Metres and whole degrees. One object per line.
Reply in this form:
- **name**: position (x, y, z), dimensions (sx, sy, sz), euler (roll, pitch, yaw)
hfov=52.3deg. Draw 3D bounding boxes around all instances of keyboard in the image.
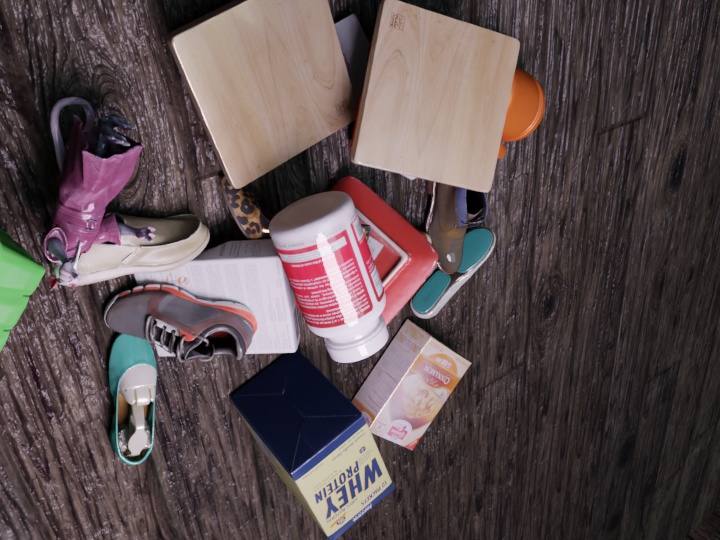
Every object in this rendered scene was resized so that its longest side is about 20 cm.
- **keyboard**: position (0.013, -0.241, 0.990), dimensions (0.056, 0.011, 0.201), euler (-28, 99, -2)

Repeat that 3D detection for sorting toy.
- **sorting toy**: position (-0.122, -0.242, 0.909), dimensions (0.198, 0.069, 0.201), euler (-34, 131, -19)
- **sorting toy**: position (0.089, -0.221, 0.958), dimensions (0.197, 0.070, 0.202), euler (9, 95, -22)

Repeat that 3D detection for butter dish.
- **butter dish**: position (0.000, 0.000, 1.101), dimensions (0.200, 0.200, 0.148), euler (-49, 161, 3)

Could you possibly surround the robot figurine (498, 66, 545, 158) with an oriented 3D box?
- **robot figurine**: position (0.214, -0.263, 1.143), dimensions (0.116, 0.145, 0.199), euler (-38, 157, 31)

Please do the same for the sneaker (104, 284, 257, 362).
- **sneaker**: position (-0.234, 0.075, 0.944), dimensions (0.197, 0.082, 0.078), euler (5, 126, -5)

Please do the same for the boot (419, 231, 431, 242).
- **boot**: position (0.055, 0.021, 1.215), dimensions (0.107, 0.075, 0.202), euler (5, 111, -49)

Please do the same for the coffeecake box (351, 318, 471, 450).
- **coffeecake box**: position (0.091, 0.213, 1.349), dimensions (0.153, 0.073, 0.201), euler (33, 91, -46)

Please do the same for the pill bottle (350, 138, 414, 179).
- **pill bottle**: position (0.075, -0.243, 1.051), dimensions (0.111, 0.111, 0.202), euler (21, 99, -44)

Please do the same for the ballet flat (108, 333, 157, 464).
- **ballet flat**: position (-0.305, 0.180, 1.003), dimensions (0.067, 0.070, 0.202), euler (-9, 119, -35)

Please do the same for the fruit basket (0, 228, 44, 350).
- **fruit basket**: position (-0.449, 0.029, 0.735), dimensions (0.215, 0.155, 0.217), euler (-36, 144, -32)

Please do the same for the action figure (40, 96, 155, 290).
- **action figure**: position (-0.309, -0.068, 0.791), dimensions (0.201, 0.148, 0.134), euler (-62, 167, 16)

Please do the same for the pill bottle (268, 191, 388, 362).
- **pill bottle**: position (-0.033, 0.011, 0.938), dimensions (0.112, 0.112, 0.202), euler (-30, 115, -23)

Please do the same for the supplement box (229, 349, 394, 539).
- **supplement box**: position (-0.075, 0.272, 1.155), dimensions (0.134, 0.200, 0.201), euler (-35, 133, -17)

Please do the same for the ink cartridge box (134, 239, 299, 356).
- **ink cartridge box**: position (-0.190, 0.040, 1.000), dimensions (0.197, 0.057, 0.164), euler (0, 125, 7)

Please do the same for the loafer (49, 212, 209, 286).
- **loafer**: position (-0.279, -0.037, 0.898), dimensions (0.198, 0.076, 0.069), euler (-19, 131, -30)

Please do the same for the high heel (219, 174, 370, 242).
- **high heel**: position (-0.086, -0.079, 0.994), dimensions (0.142, 0.072, 0.201), euler (-34, 109, 11)

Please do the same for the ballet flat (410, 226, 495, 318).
- **ballet flat**: position (0.166, 0.006, 1.310), dimensions (0.200, 0.069, 0.069), euler (-48, 135, -1)

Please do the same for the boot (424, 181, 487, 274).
- **boot**: position (0.158, -0.077, 1.204), dimensions (0.074, 0.097, 0.202), euler (-17, 114, -22)
